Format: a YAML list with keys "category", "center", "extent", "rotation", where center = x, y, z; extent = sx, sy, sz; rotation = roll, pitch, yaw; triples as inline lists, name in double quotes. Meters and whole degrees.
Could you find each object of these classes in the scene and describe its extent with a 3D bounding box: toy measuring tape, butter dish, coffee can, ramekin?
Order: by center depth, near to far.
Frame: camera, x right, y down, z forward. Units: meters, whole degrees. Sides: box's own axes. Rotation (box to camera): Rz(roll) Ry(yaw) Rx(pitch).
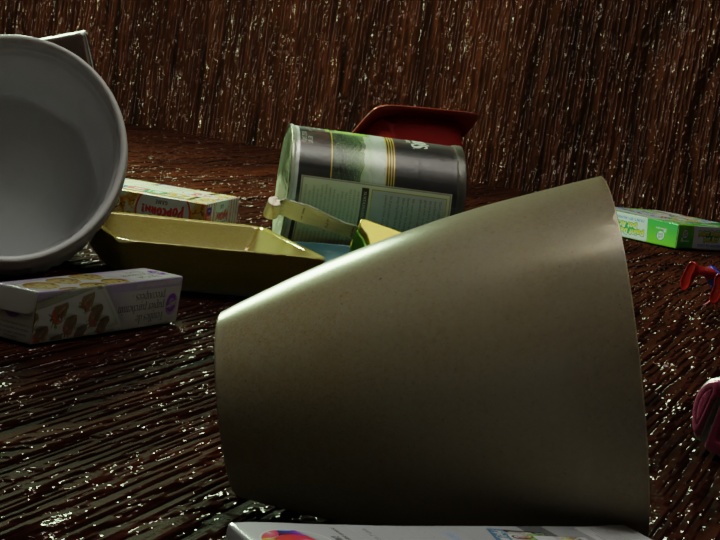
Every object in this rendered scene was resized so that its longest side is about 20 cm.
- category: "ramekin"
  center: [-0.299, -0.089, 1.444]
  extent: [0.199, 0.202, 0.105]
  rotation: [7, -16, -7]
- category: "toy measuring tape"
  center: [-0.002, -0.012, 1.607]
  extent: [0.199, 0.074, 0.074]
  rotation: [19, 7, -3]
- category: "coffee can"
  center: [0.008, -0.081, 1.911]
  extent: [0.199, 0.147, 0.146]
  rotation: [7, 7, -9]
- category: "butter dish"
  center: [0.069, -0.139, 2.499]
  extent: [0.199, 0.149, 0.199]
  rotation: [1, -30, -36]

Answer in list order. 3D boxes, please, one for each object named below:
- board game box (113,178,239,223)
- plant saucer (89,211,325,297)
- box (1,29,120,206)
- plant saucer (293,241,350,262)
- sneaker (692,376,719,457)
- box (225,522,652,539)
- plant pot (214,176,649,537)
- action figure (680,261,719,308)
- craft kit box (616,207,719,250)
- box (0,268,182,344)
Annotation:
- category: "board game box"
  center: [-0.256, -0.077, 1.969]
  extent: [0.199, 0.047, 0.151]
  rotation: [10, 7, 10]
- category: "plant saucer"
  center: [-0.157, -0.013, 1.586]
  extent: [0.199, 0.049, 0.200]
  rotation: [5, 8, -22]
- category: "box"
  center: [-0.339, -0.128, 1.595]
  extent: [0.199, 0.165, 0.166]
  rotation: [-12, 10, -9]
- category: "plant saucer"
  center: [0.000, 0.000, 1.747]
  extent: [0.199, 0.028, 0.200]
  rotation: [9, 7, -1]
- category: "sneaker"
  center: [0.323, 0.104, 1.113]
  extent: [0.199, 0.074, 0.087]
  rotation: [9, 12, 44]
- category: "box"
  center: [0.064, 0.141, 0.669]
  extent: [0.199, 0.041, 0.156]
  rotation: [6, 7, -27]
- category: "plant pot"
  center: [0.032, 0.057, 0.845]
  extent: [0.199, 0.189, 0.187]
  rotation: [-6, 7, 3]
- category: "action figure"
  center: [0.440, 0.027, 1.959]
  extent: [0.065, 0.052, 0.199]
  rotation: [21, 9, 39]
- category: "craft kit box"
  center: [0.512, -0.070, 2.826]
  extent: [0.197, 0.049, 0.199]
  rotation: [-2, 12, -42]
- category: "box"
  center: [-0.203, 0.025, 1.268]
  extent: [0.041, 0.039, 0.200]
  rotation: [13, 8, 24]
